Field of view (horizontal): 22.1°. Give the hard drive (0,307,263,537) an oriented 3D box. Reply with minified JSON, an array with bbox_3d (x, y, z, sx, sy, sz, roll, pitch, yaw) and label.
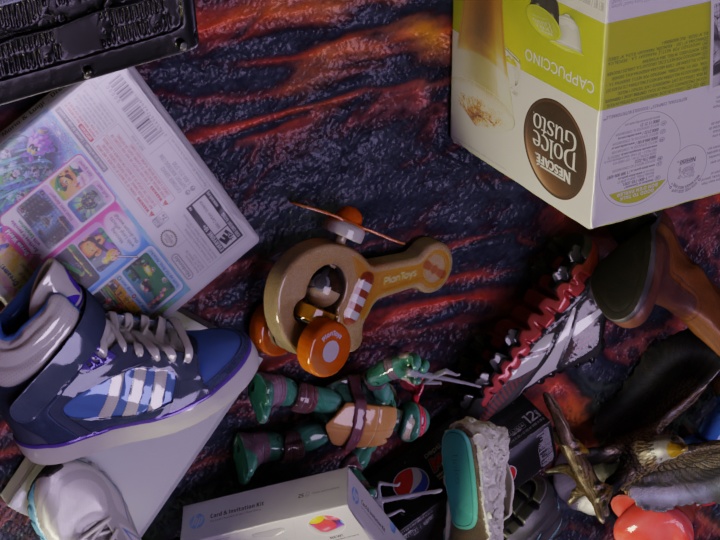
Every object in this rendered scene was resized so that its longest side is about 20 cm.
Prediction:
[{"bbox_3d":[-0.181,0.124,1.477,0.132,0.026,0.201,32,95,-41],"label":"hard drive"}]

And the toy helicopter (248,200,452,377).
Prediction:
[{"bbox_3d":[0.000,0.000,1.520,0.199,0.079,0.134,-14,113,-40],"label":"toy helicopter"}]

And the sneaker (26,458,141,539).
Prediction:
[{"bbox_3d":[-0.189,0.233,1.443,0.075,0.087,0.201,-35,117,-16],"label":"sneaker"}]

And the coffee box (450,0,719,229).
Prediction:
[{"bbox_3d":[0.207,-0.176,1.468,0.198,0.199,0.200,-16,123,-27],"label":"coffee box"}]

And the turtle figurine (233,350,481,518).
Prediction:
[{"bbox_3d":[-0.003,0.133,1.557,0.198,0.101,0.151,2,103,-22],"label":"turtle figurine"}]

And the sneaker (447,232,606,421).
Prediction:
[{"bbox_3d":[0.163,0.068,1.644,0.098,0.071,0.201,39,89,-22],"label":"sneaker"}]

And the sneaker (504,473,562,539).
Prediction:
[{"bbox_3d":[0.119,0.284,1.738,0.200,0.075,0.079,-42,133,-8],"label":"sneaker"}]

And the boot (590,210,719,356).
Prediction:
[{"bbox_3d":[0.287,0.042,1.633,0.068,0.189,0.200,-36,111,20],"label":"boot"}]

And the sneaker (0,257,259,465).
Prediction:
[{"bbox_3d":[-0.180,0.049,1.347,0.198,0.081,0.148,-20,125,-10],"label":"sneaker"}]

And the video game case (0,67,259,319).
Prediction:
[{"bbox_3d":[-0.196,-0.037,1.363,0.182,0.024,0.201,-39,124,-6],"label":"video game case"}]

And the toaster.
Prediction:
[{"bbox_3d":[-0.213,-0.225,1.206,0.180,0.119,0.202,-21,125,-25],"label":"toaster"}]

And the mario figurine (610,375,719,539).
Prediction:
[{"bbox_3d":[0.314,0.195,1.842,0.123,0.106,0.200,45,72,-4],"label":"mario figurine"}]

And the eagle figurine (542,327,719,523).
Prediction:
[{"bbox_3d":[0.281,0.161,1.731,0.199,0.151,0.153,-22,126,-25],"label":"eagle figurine"}]

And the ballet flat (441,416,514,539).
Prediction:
[{"bbox_3d":[0.108,0.226,1.590,0.071,0.072,0.202,-1,95,-34],"label":"ballet flat"}]

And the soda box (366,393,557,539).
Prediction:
[{"bbox_3d":[0.079,0.188,1.657,0.199,0.071,0.064,-34,140,-15],"label":"soda box"}]

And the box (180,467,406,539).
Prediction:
[{"bbox_3d":[-0.040,0.248,1.564,0.155,0.041,0.200,-15,140,19],"label":"box"}]

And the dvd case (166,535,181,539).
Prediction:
[{"bbox_3d":[-0.211,0.324,1.553,0.142,0.018,0.202,-18,131,-26],"label":"dvd case"}]
